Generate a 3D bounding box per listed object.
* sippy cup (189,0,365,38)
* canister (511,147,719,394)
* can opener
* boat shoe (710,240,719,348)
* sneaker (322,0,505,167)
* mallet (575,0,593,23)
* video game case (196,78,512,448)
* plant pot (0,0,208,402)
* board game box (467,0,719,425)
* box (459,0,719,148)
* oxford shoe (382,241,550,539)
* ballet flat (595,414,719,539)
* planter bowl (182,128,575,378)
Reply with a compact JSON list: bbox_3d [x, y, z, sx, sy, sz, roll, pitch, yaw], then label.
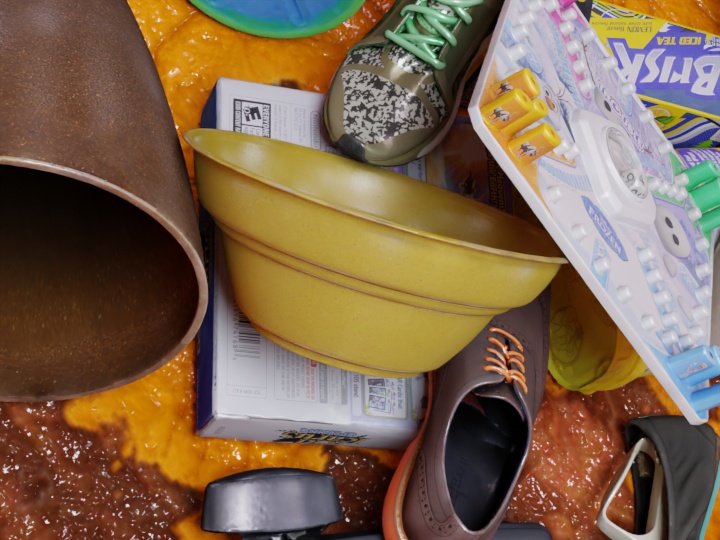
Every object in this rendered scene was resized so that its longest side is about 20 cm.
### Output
[{"bbox_3d":[-0.044,-0.233,0.823,0.178,0.140,0.131,37,47,-26],"label":"sippy cup"},{"bbox_3d":[0.207,-0.007,0.853,0.200,0.087,0.149,-3,70,-25],"label":"canister"},{"bbox_3d":[0.014,0.147,0.717,0.200,0.063,0.079,5,90,-23],"label":"can opener"},{"bbox_3d":[0.247,-0.018,0.785,0.062,0.073,0.200,32,54,-6],"label":"boat shoe"},{"bbox_3d":[0.044,-0.146,0.763,0.077,0.089,0.200,30,65,10],"label":"sneaker"},{"bbox_3d":[0.146,-0.171,0.840,0.066,0.041,0.200,17,39,-5],"label":"mallet"},{"bbox_3d":[0.000,0.000,0.776,0.181,0.045,0.201,7,67,-19],"label":"video game case"},{"bbox_3d":[-0.169,-0.068,0.683,0.186,0.187,0.200,10,50,-18],"label":"plant pot"},{"bbox_3d":[0.136,-0.055,0.697,0.200,0.026,0.200,51,32,-20],"label":"board game box"},{"bbox_3d":[0.159,-0.129,0.896,0.200,0.064,0.070,12,65,-18],"label":"box"},{"bbox_3d":[0.071,0.058,0.705,0.071,0.073,0.200,22,62,-12],"label":"oxford shoe"},{"bbox_3d":[0.163,0.169,0.776,0.068,0.068,0.200,19,52,-4],"label":"ballet flat"},{"bbox_3d":[-0.001,-0.001,0.669,0.200,0.200,0.084,14,101,-17],"label":"planter bowl"}]
